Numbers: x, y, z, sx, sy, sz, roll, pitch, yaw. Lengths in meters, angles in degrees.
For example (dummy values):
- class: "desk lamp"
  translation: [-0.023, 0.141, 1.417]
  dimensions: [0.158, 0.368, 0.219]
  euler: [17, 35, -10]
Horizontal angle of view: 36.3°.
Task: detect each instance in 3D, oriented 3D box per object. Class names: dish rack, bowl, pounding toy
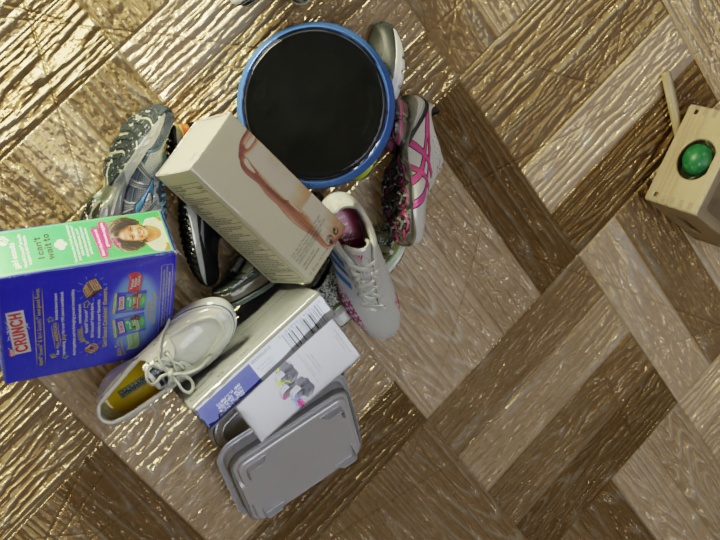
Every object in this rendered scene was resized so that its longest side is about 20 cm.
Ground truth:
- class: "dish rack"
  translation: [-0.081, 0.240, 1.427]
  dimensions: [0.198, 0.044, 0.173]
  euler: [-31, 141, -15]
- class: "bowl"
  translation: [-0.055, -0.202, 1.341]
  dimensions: [0.196, 0.039, 0.205]
  euler: [0, 96, 0]
- class: "pounding toy"
  translation: [0.512, -0.160, 1.629]
  dimensions: [0.198, 0.141, 0.187]
  euler: [28, 89, -38]

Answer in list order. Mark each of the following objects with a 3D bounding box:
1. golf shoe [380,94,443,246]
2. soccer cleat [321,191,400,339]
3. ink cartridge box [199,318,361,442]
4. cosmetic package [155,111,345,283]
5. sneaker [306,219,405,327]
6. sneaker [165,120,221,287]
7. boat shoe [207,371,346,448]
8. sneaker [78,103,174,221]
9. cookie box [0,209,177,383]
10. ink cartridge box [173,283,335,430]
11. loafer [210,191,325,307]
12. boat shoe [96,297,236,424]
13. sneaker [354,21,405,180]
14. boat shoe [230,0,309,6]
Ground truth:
- class: "golf shoe"
  translation: [0.074, -0.131, 1.417]
  dimensions: [0.090, 0.072, 0.204]
  euler: [4, 78, -27]
- class: "soccer cleat"
  translation: [0.000, 0.000, 1.359]
  dimensions: [0.069, 0.086, 0.203]
  euler: [-25, 104, -8]
- class: "ink cartridge box"
  translation: [-0.105, 0.133, 1.340]
  dimensions: [0.199, 0.115, 0.068]
  euler: [-40, 106, -7]
- class: "cosmetic package"
  translation: [-0.126, -0.080, 1.274]
  dimensions: [0.200, 0.103, 0.088]
  euler: [44, 68, -27]
- class: "sneaker"
  translation: [-0.011, -0.015, 1.433]
  dimensions: [0.088, 0.077, 0.201]
  euler: [41, 80, -18]
- class: "sneaker"
  translation: [-0.177, -0.083, 1.335]
  dimensions: [0.088, 0.070, 0.204]
  euler: [-13, 105, -19]
- class: "boat shoe"
  translation: [-0.108, 0.167, 1.425]
  dimensions: [0.199, 0.065, 0.074]
  euler: [-37, 115, -14]
- class: "sneaker"
  translation: [-0.263, -0.098, 1.298]
  dimensions: [0.085, 0.078, 0.202]
  euler: [23, 100, -34]
- class: "cookie box"
  translation: [-0.317, 0.029, 1.251]
  dimensions: [0.196, 0.076, 0.173]
  euler: [-10, 137, -24]
- class: "ink cartridge box"
  translation: [-0.137, 0.093, 1.318]
  dimensions: [0.196, 0.200, 0.043]
  euler: [-43, 105, -10]
- class: "loafer"
  translation: [-0.113, -0.027, 1.380]
  dimensions: [0.199, 0.071, 0.064]
  euler: [-36, 115, -24]
- class: "boat shoe"
  translation: [-0.226, 0.111, 1.255]
  dimensions: [0.200, 0.086, 0.075]
  euler: [-33, 108, 9]
- class: "sneaker"
  translation: [-0.003, -0.218, 1.387]
  dimensions: [0.083, 0.074, 0.204]
  euler: [11, 96, -26]
- class: "boat shoe"
  translation: [-0.068, -0.359, 1.328]
  dimensions: [0.198, 0.070, 0.064]
  euler: [-33, 112, -18]
